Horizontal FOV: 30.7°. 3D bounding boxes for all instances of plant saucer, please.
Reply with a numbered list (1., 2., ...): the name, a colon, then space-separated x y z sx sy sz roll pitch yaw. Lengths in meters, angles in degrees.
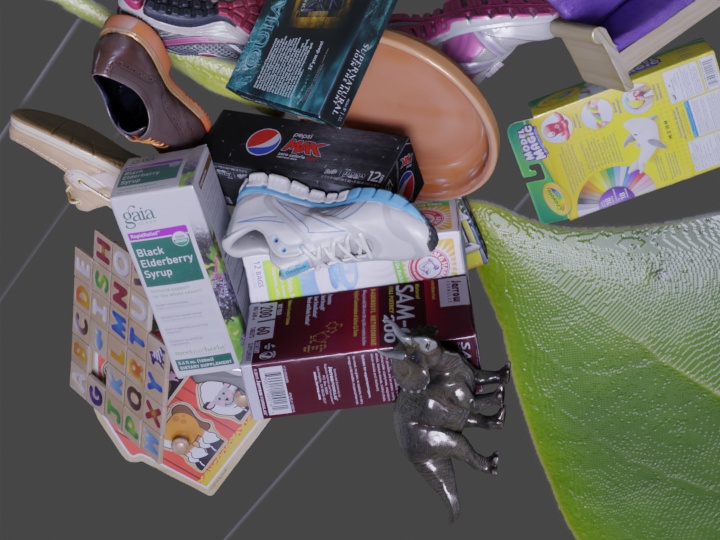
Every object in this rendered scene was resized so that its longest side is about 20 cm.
1. plant saucer: 0.032 -0.142 1.152 0.200 0.037 0.200 21 148 14

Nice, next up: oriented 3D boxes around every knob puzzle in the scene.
1. knob puzzle: -0.197 0.135 1.379 0.219 0.030 0.220 1 116 1

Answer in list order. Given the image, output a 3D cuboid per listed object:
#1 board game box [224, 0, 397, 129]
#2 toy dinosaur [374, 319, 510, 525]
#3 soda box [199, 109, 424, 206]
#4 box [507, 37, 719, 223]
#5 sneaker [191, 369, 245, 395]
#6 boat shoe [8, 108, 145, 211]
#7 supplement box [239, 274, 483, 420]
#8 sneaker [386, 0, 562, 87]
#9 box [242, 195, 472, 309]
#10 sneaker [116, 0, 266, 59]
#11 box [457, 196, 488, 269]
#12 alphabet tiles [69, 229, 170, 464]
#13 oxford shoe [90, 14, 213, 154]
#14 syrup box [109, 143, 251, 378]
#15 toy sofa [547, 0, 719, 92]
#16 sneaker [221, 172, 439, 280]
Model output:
1. board game box: -0.025 -0.224 1.080 0.028 0.135 0.200 26 89 -43
2. toy dinosaur: 0.067 0.116 1.077 0.102 0.077 0.200 8 125 10
3. soda box: -0.048 -0.090 1.190 0.200 0.071 0.063 12 146 27
4. box: 0.246 -0.127 1.234 0.200 0.048 0.117 -20 115 8
5. sneaker: -0.078 0.094 1.329 0.200 0.074 0.079 11 108 -1
6. boat shoe: -0.248 -0.085 1.247 0.200 0.074 0.069 27 108 -12
7. supplement box: 0.002 0.066 1.142 0.200 0.109 0.061 -8 118 4
8. sneaker: 0.088 -0.196 1.190 0.200 0.081 0.088 -12 120 14
9. box: 0.000 0.000 1.226 0.200 0.101 0.113 -6 117 4
10. sneaker: -0.118 -0.224 1.184 0.200 0.081 0.075 14 150 -13
11. box: 0.009 -0.038 1.285 0.200 0.038 0.137 -20 114 10
12. alphabet tiles: -0.238 0.068 1.293 0.008 0.167 0.200 -16 125 -40
13. oxford shoe: -0.192 -0.137 1.192 0.071 0.073 0.200 3 145 26
14. syrup box: -0.155 -0.007 1.198 0.079 0.081 0.200 -9 122 10
15. toy sofa: 0.262 -0.248 1.118 0.200 0.083 0.098 -35 114 -6
16. sneaker: -0.030 -0.024 1.121 0.200 0.087 0.075 7 143 29
